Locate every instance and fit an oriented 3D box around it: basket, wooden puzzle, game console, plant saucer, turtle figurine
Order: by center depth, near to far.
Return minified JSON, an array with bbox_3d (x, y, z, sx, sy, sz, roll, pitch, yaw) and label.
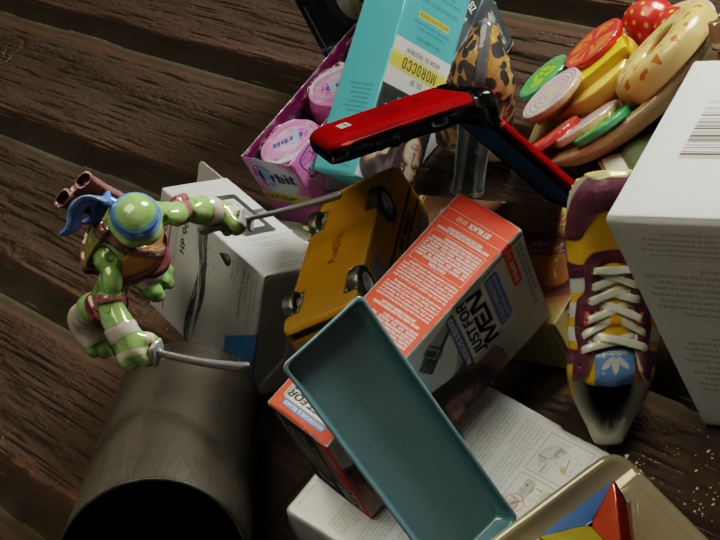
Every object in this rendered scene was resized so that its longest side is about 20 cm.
[{"bbox_3d":[0.141,0.216,1.005,0.185,0.046,0.200,-35,42,-6],"label":"wooden puzzle"},{"bbox_3d":[0.026,0.112,1.063,0.070,0.200,0.019,-42,22,-17],"label":"plant saucer"},{"bbox_3d":[0.064,-0.070,1.192,0.172,0.119,0.200,-19,8,-3],"label":"game console"},{"bbox_3d":[-0.140,0.157,1.218,0.136,0.181,0.200,15,32,-6],"label":"basket"},{"bbox_3d":[-0.139,0.015,1.223,0.194,0.199,0.144,141,135,-67],"label":"turtle figurine"}]

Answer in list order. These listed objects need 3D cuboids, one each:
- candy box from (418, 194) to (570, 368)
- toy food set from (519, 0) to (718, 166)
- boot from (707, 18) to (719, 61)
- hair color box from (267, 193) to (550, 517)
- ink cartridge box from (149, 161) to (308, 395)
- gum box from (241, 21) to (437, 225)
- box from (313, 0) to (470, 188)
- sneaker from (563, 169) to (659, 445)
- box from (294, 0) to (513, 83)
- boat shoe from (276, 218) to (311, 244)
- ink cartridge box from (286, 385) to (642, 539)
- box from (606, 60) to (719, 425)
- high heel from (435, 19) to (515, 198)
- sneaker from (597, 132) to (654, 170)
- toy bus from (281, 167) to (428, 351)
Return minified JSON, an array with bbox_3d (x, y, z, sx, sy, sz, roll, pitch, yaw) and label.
[{"bbox_3d":[0.105,0.005,1.285,0.200,0.057,0.117,9,53,41],"label":"candy box"},{"bbox_3d":[0.208,-0.158,1.354,0.198,0.049,0.200,-39,18,17],"label":"toy food set"},{"bbox_3d":[0.362,-0.161,1.281,0.200,0.108,0.075,-17,9,-23],"label":"boot"},{"bbox_3d":[0.038,0.059,1.132,0.064,0.111,0.200,34,73,34],"label":"hair color box"},{"bbox_3d":[-0.113,0.003,1.358,0.068,0.116,0.200,-11,34,-35],"label":"ink cartridge box"},{"bbox_3d":[-0.001,-0.125,1.462,0.066,0.114,0.200,12,54,44],"label":"gum box"},{"bbox_3d":[0.030,-0.166,1.397,0.049,0.082,0.200,13,85,41],"label":"box"},{"bbox_3d":[0.172,0.027,1.097,0.075,0.200,0.090,-2,41,8],"label":"sneaker"},{"bbox_3d":[0.025,-0.263,1.529,0.164,0.200,0.086,9,50,41],"label":"box"},{"bbox_3d":[-0.059,-0.013,1.410,0.201,0.072,0.060,13,60,49],"label":"boat shoe"},{"bbox_3d":[0.071,0.164,1.151,0.200,0.057,0.163,29,65,28],"label":"ink cartridge box"},{"bbox_3d":[0.265,-0.014,1.066,0.106,0.200,0.152,3,48,40],"label":"box"},{"bbox_3d":[0.104,-0.160,1.386,0.071,0.143,0.200,7,23,2],"label":"high heel"},{"bbox_3d":[0.248,-0.051,1.232,0.090,0.067,0.200,-32,33,9],"label":"sneaker"},{"bbox_3d":[0.000,0.000,1.228,0.065,0.078,0.200,-22,28,23],"label":"toy bus"}]
